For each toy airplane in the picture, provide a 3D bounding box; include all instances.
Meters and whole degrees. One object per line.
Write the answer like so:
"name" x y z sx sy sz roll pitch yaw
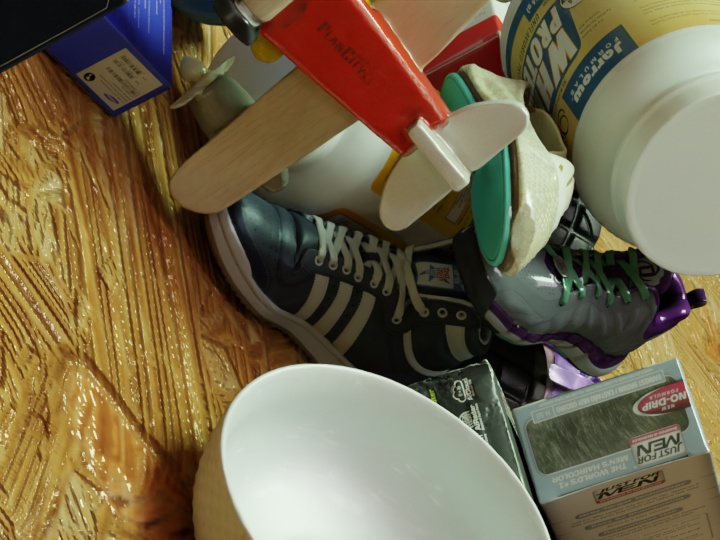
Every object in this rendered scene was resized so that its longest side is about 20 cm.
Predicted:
"toy airplane" -0.002 -0.124 1.584 0.141 0.198 0.200 -112 -156 -60

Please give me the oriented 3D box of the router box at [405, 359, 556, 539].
"router box" 0.079 0.159 1.677 0.200 0.062 0.151 63 11 -65

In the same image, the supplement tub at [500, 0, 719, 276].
"supplement tub" 0.177 -0.101 1.728 0.145 0.144 0.200 49 8 -35

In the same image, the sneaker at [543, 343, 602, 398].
"sneaker" 0.115 0.094 1.877 0.080 0.088 0.201 43 32 -46

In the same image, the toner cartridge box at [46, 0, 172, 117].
"toner cartridge box" -0.147 -0.190 1.631 0.095 0.043 0.201 48 27 -40

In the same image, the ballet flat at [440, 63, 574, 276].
"ballet flat" 0.091 -0.061 1.649 0.062 0.068 0.200 7 31 -13

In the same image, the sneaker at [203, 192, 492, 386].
"sneaker" 0.000 0.000 1.676 0.200 0.108 0.070 47 29 -41

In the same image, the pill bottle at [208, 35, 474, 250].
"pill bottle" -0.008 -0.075 1.738 0.200 0.112 0.113 28 42 -56

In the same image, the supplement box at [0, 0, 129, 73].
"supplement box" -0.195 -0.222 1.428 0.201 0.134 0.200 56 23 -20

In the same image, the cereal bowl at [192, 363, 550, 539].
"cereal bowl" -0.002 0.148 1.505 0.199 0.083 0.201 23 35 -17

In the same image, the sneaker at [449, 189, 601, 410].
"sneaker" 0.086 0.009 1.814 0.075 0.079 0.201 29 71 -27

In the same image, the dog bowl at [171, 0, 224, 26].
"dog bowl" -0.041 -0.193 1.694 0.049 0.199 0.112 -21 107 -51

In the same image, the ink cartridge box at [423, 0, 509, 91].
"ink cartridge box" 0.083 -0.133 1.920 0.116 0.067 0.201 53 18 -34

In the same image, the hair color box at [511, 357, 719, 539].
"hair color box" 0.154 0.121 1.693 0.200 0.098 0.061 62 11 -68

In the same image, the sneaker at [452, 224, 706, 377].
"sneaker" 0.127 0.002 1.702 0.200 0.087 0.075 23 45 -59
